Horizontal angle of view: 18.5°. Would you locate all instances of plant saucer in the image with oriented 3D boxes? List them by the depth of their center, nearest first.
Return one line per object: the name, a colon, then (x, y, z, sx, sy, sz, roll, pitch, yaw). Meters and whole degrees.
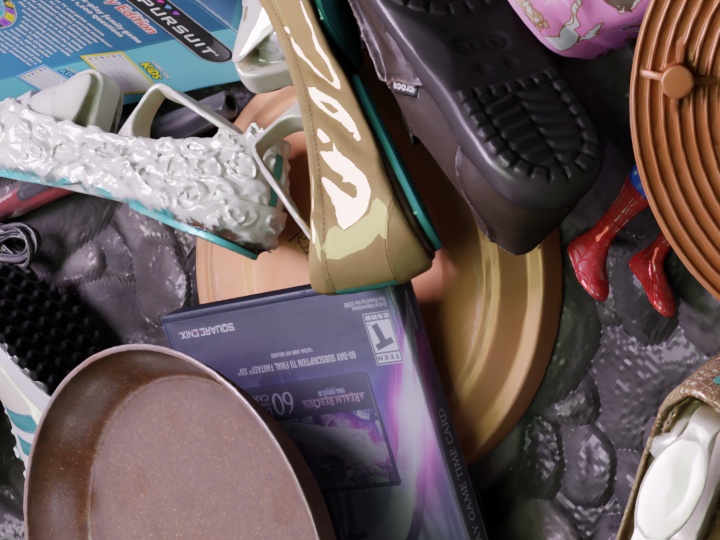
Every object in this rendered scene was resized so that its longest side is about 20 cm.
plant saucer: (-0.075, 0.129, 0.986, 0.199, 0.034, 0.202, 11, 107, 40)
plant saucer: (0.000, 0.000, 1.006, 0.199, 0.032, 0.203, 3, 95, 37)

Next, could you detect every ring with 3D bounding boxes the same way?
ring: (0.197, -0.060, 0.809, 0.198, 0.019, 0.203, 3, 103, 11)

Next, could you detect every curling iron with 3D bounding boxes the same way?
curling iron: (-0.129, -0.043, 1.101, 0.199, 0.025, 0.050, -29, 80, 35)

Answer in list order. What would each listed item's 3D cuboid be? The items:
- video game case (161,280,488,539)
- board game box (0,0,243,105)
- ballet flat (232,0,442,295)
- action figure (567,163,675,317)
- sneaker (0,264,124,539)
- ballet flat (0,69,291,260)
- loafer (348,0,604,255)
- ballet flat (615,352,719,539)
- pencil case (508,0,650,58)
video game case: (-0.008, 0.105, 0.998, 0.142, 0.019, 0.202, -10, 99, 41)
board game box: (-0.150, -0.132, 1.031, 0.199, 0.151, 0.047, -8, 61, 36)
ballet flat: (-0.024, -0.079, 0.950, 0.063, 0.069, 0.201, -23, 60, 8)
action figure: (0.162, -0.062, 0.860, 0.201, 0.065, 0.052, -54, 38, 28)
sneaker: (-0.151, 0.089, 1.094, 0.200, 0.070, 0.094, 46, 118, 14)
ballet flat: (-0.110, -0.057, 1.032, 0.199, 0.072, 0.072, 17, 104, 31)
loafer: (0.034, -0.085, 0.929, 0.072, 0.072, 0.201, 106, 151, -45)
ballet flat: (0.122, 0.125, 0.904, 0.070, 0.065, 0.202, 25, 108, 35)
pencil case: (0.136, -0.160, 0.858, 0.199, 0.082, 0.087, -34, 75, 34)
